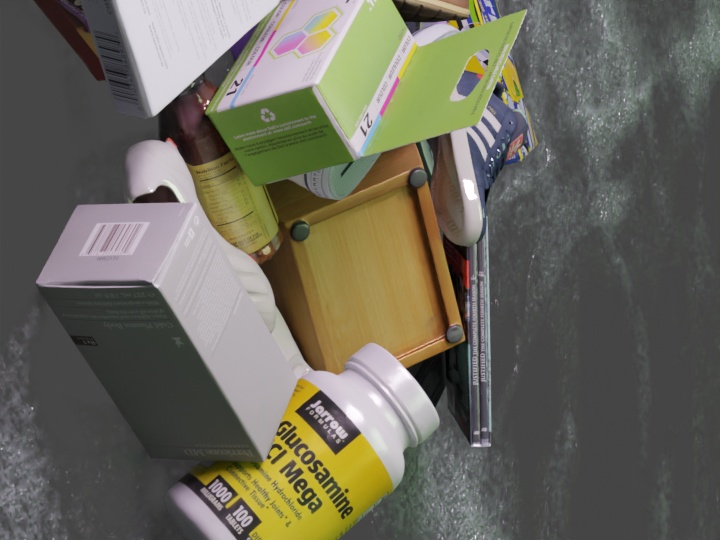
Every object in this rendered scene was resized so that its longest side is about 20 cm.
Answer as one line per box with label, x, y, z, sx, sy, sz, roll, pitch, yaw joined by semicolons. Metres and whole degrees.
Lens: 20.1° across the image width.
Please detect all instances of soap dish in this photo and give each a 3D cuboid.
soap dish;0.000;0.000;1.673;0.157;0.081;0.201;-23;116;-17

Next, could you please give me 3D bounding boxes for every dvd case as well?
dvd case;0.093;0.040;1.776;0.146;0.022;0.201;-122;-149;-79

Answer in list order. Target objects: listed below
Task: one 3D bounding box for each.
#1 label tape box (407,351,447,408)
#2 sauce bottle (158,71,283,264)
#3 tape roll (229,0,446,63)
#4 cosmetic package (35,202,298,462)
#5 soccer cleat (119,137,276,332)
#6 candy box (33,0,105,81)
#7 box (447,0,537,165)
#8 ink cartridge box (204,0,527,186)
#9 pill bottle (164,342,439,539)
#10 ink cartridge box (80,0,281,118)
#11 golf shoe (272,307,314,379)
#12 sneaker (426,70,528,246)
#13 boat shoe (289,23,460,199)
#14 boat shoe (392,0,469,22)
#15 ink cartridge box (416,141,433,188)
label tape box;0.026;0.028;1.822;0.143;0.066;0.201;-58;141;-48
sauce bottle;-0.117;-0.094;1.538;0.066;0.066;0.201;-59;138;-47
tape roll;-0.018;-0.213;1.675;0.200;0.065;0.201;2;88;-46
cosmetic package;-0.134;0.046;1.451;0.200;0.106;0.090;63;37;-38
soccer cleat;-0.124;-0.008;1.508;0.078;0.069;0.200;-89;155;-53
candy box;-0.167;-0.250;1.450;0.117;0.056;0.201;54;44;-49
box;0.100;-0.195;1.867;0.070;0.064;0.201;-43;118;-67
ink cartridge box;0.006;-0.153;1.491;0.076;0.199;0.148;56;38;-28
pill bottle;-0.041;0.149;1.533;0.200;0.112;0.113;-40;133;-15
ink cartridge box;-0.122;-0.240;1.391;0.200;0.040;0.200;-46;136;-36
golf shoe;-0.045;0.102;1.640;0.078;0.097;0.201;-52;132;-46
sneaker;0.103;-0.099;1.698;0.075;0.084;0.201;111;-20;-45
boat shoe;0.005;-0.137;1.602;0.200;0.067;0.074;-45;143;-36
boat shoe;0.015;-0.242;1.612;0.199;0.072;0.068;11;83;-42
ink cartridge box;0.020;-0.164;1.804;0.200;0.043;0.199;8;71;-63
